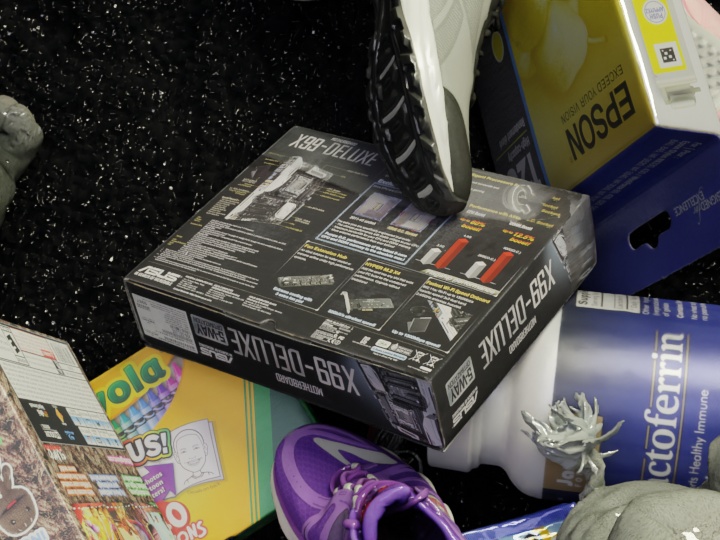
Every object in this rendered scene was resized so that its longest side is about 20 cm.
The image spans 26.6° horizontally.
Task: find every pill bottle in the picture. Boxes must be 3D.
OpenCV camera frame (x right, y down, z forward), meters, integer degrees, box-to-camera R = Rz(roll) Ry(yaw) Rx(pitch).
[{"bbox_3d":[0.140,0.071,0.820,0.200,0.116,0.116,6,81,8],"label":"pill bottle"}]

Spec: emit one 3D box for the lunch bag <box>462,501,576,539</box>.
[{"bbox_3d":[0.058,0.218,0.809,0.200,0.094,0.151,-18,81,6],"label":"lunch bag"}]

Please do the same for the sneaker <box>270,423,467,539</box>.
[{"bbox_3d":[0.015,0.123,0.746,0.081,0.084,0.200,-31,35,-16],"label":"sneaker"}]

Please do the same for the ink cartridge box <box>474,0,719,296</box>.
[{"bbox_3d":[0.118,-0.088,0.808,0.047,0.198,0.200,-9,78,-17],"label":"ink cartridge box"}]

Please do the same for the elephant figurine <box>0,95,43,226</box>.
[{"bbox_3d":[-0.272,-0.076,0.846,0.142,0.200,0.155,-45,79,-3],"label":"elephant figurine"}]

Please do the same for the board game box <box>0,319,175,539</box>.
[{"bbox_3d":[-0.165,0.135,0.761,0.097,0.159,0.200,-31,78,2],"label":"board game box"}]

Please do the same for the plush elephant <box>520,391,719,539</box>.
[{"bbox_3d":[0.151,0.147,0.691,0.165,0.155,0.200,-36,94,-1],"label":"plush elephant"}]

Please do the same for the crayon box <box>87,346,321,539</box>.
[{"bbox_3d":[-0.121,0.116,0.869,0.200,0.058,0.119,-33,79,0],"label":"crayon box"}]

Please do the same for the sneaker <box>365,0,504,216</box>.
[{"bbox_3d":[0.044,-0.127,0.799,0.079,0.074,0.201,1,74,-19],"label":"sneaker"}]

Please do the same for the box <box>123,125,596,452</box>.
[{"bbox_3d":[0.000,0.000,0.806,0.200,0.050,0.158,16,45,32],"label":"box"}]

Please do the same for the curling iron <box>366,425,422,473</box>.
[{"bbox_3d":[0.036,0.038,0.878,0.026,0.050,0.200,24,76,-34],"label":"curling iron"}]

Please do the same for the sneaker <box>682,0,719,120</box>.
[{"bbox_3d":[0.181,-0.116,0.862,0.075,0.105,0.200,-44,38,17],"label":"sneaker"}]
